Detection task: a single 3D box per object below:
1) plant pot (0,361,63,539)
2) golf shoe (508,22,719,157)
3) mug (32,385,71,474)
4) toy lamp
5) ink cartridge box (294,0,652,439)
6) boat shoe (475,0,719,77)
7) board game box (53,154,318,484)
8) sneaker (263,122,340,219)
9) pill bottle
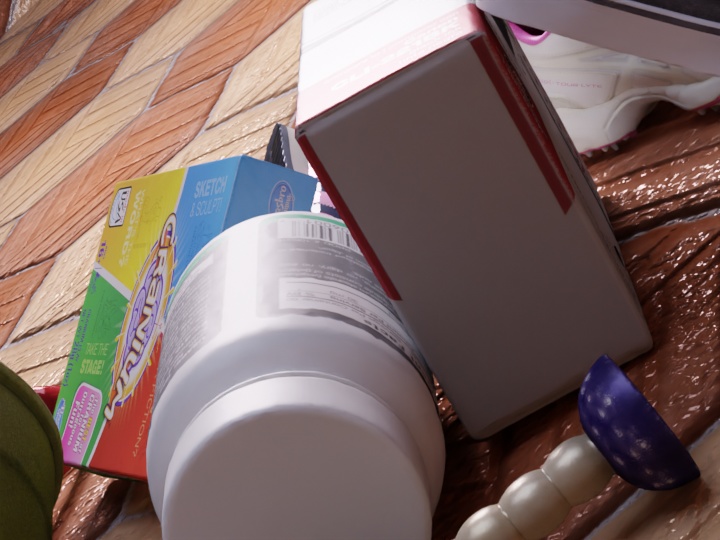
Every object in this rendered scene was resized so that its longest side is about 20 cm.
[{"bbox_3d":[-0.212,0.153,0.876,0.200,0.200,0.193,-32,43,23],"label":"plant pot"},{"bbox_3d":[0.137,-0.117,1.024,0.200,0.092,0.075,-22,22,43],"label":"golf shoe"},{"bbox_3d":[-0.238,0.103,1.209,0.177,0.134,0.200,-44,20,-9],"label":"mug"},{"bbox_3d":[0.018,0.109,0.746,0.200,0.058,0.058,-38,16,0],"label":"toy lamp"},{"bbox_3d":[0.042,-0.043,0.927,0.084,0.145,0.200,-28,18,8],"label":"ink cartridge box"},{"bbox_3d":[0.144,-0.109,0.826,0.072,0.199,0.068,-55,-23,-66],"label":"boat shoe"},{"bbox_3d":[-0.091,0.028,1.091,0.200,0.040,0.154,-5,69,67],"label":"board game box"},{"bbox_3d":[0.000,0.000,1.065,0.200,0.082,0.070,-99,24,-49],"label":"sneaker"},{"bbox_3d":[-0.025,0.058,0.872,0.113,0.113,0.200,-36,16,11],"label":"pill bottle"}]
